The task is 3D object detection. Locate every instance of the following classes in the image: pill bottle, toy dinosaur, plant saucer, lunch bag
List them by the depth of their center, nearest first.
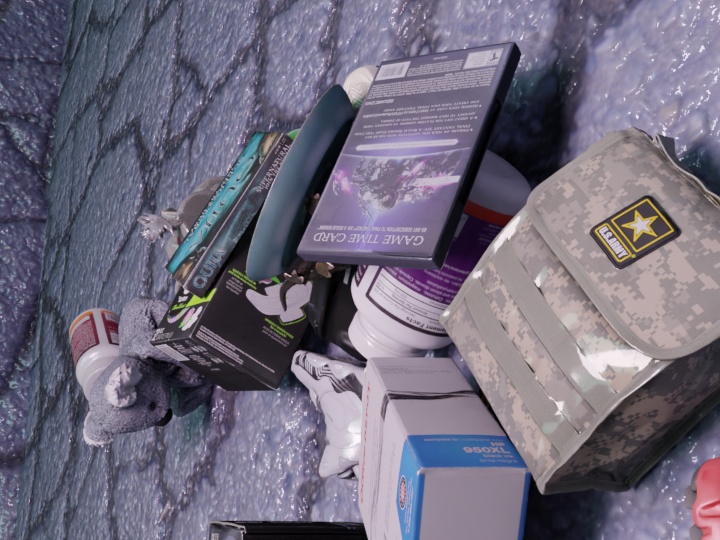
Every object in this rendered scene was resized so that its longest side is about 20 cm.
[{"bbox_3d":[0.167,0.023,0.549,0.201,0.116,0.165,-56,43,29],"label":"lunch bag"},{"bbox_3d":[0.063,-0.011,0.738,0.202,0.111,0.113,-64,34,25],"label":"pill bottle"},{"bbox_3d":[-0.015,-0.033,0.769,0.076,0.102,0.202,32,122,20],"label":"toy dinosaur"},{"bbox_3d":[-0.050,-0.077,0.783,0.200,0.027,0.203,25,-91,-87],"label":"plant saucer"},{"bbox_3d":[-0.513,0.173,1.647,0.116,0.113,0.200,-66,33,20],"label":"pill bottle"}]

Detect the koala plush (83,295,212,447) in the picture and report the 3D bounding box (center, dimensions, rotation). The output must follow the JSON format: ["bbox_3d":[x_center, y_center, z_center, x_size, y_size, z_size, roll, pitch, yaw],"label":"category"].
[{"bbox_3d":[-0.310,0.153,1.172,0.177,0.183,0.200,-46,4,45],"label":"koala plush"}]

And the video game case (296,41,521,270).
[{"bbox_3d":[0.038,-0.095,0.671,0.141,0.019,0.202,4,64,41],"label":"video game case"}]

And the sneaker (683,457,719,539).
[{"bbox_3d":[0.236,0.189,0.422,0.098,0.070,0.204,-40,47,50],"label":"sneaker"}]

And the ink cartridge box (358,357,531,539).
[{"bbox_3d":[0.054,0.170,0.643,0.200,0.083,0.147,-121,33,-72],"label":"ink cartridge box"}]

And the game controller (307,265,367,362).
[{"bbox_3d":[0.000,0.000,0.855,0.103,0.042,0.203,26,123,20],"label":"game controller"}]

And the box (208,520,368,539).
[{"bbox_3d":[-0.064,0.346,0.790,0.086,0.162,0.204,-17,65,56],"label":"box"}]

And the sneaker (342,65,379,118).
[{"bbox_3d":[0.047,-0.111,0.848,0.074,0.084,0.203,-1,104,46],"label":"sneaker"}]

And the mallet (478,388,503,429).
[{"bbox_3d":[0.112,0.194,0.672,0.066,0.041,0.202,-51,36,43],"label":"mallet"}]

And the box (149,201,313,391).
[{"bbox_3d":[-0.134,0.026,0.986,0.148,0.124,0.202,-13,47,57],"label":"box"}]

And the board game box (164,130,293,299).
[{"bbox_3d":[-0.151,-0.070,0.951,0.202,0.028,0.135,-58,23,-4],"label":"board game box"}]

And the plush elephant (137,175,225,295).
[{"bbox_3d":[-0.219,-0.042,1.191,0.155,0.197,0.168,130,135,-67],"label":"plush elephant"}]

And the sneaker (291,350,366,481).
[{"bbox_3d":[-0.022,0.152,0.864,0.199,0.074,0.117,8,85,56],"label":"sneaker"}]

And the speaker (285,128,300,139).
[{"bbox_3d":[-0.036,-0.107,0.961,0.200,0.087,0.090,40,115,56],"label":"speaker"}]
